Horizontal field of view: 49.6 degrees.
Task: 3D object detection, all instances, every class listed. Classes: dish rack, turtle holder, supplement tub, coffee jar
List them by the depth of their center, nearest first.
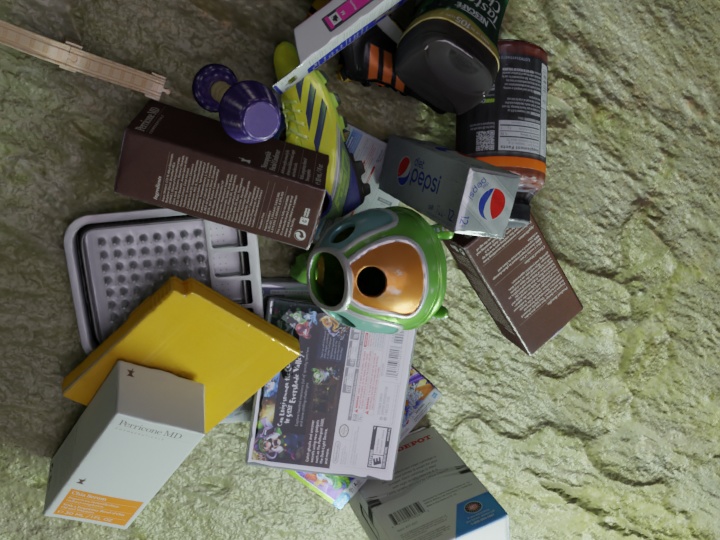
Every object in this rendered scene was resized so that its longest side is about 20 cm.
[{"bbox_3d":[0.102,-0.265,0.820,0.104,0.085,0.202,29,58,-23],"label":"coffee jar"},{"bbox_3d":[-0.210,0.010,0.852,0.198,0.044,0.174,-6,112,-11],"label":"dish rack"},{"bbox_3d":[0.004,-0.008,0.858,0.131,0.185,0.142,-9,127,-36],"label":"turtle holder"},{"bbox_3d":[0.161,-0.153,0.899,0.106,0.107,0.203,4,87,-24],"label":"supplement tub"}]

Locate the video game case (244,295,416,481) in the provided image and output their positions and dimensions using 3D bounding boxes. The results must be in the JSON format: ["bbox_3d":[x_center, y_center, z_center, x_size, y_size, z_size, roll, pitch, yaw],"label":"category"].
[{"bbox_3d":[-0.034,0.142,0.927,0.180,0.023,0.202,8,94,-7],"label":"video game case"}]

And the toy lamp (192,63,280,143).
[{"bbox_3d":[-0.121,-0.161,0.752,0.058,0.200,0.059,-7,111,-20],"label":"toy lamp"}]

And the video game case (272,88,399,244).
[{"bbox_3d":[-0.043,-0.104,0.911,0.199,0.018,0.144,22,99,-29],"label":"video game case"}]

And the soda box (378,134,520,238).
[{"bbox_3d":[0.089,-0.096,0.846,0.063,0.200,0.069,6,105,-24],"label":"soda box"}]

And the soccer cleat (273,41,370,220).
[{"bbox_3d":[-0.056,-0.144,0.844,0.083,0.065,0.202,-28,117,-9],"label":"soccer cleat"}]

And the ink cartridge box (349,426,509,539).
[{"bbox_3d":[0.080,0.310,1.011,0.145,0.200,0.085,-18,117,-16],"label":"ink cartridge box"}]

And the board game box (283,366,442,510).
[{"bbox_3d":[-0.010,0.187,0.988,0.200,0.045,0.134,-48,119,-1],"label":"board game box"}]

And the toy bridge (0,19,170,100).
[{"bbox_3d":[-0.277,-0.206,0.744,0.198,0.067,0.027,16,102,-27],"label":"toy bridge"}]

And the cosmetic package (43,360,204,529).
[{"bbox_3d":[-0.259,0.195,0.850,0.101,0.072,0.200,21,125,-29],"label":"cosmetic package"}]

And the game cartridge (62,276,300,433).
[{"bbox_3d":[-0.194,0.104,0.856,0.200,0.033,0.176,-40,129,18],"label":"game cartridge"}]

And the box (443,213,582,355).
[{"bbox_3d":[0.199,0.002,1.015,0.100,0.075,0.201,-39,117,-6],"label":"box"}]

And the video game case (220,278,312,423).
[{"bbox_3d":[-0.090,0.099,0.961,0.198,0.023,0.184,1,108,-24],"label":"video game case"}]

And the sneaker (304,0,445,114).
[{"bbox_3d":[0.019,-0.233,0.871,0.090,0.070,0.200,-42,120,13],"label":"sneaker"}]

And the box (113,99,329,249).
[{"bbox_3d":[-0.134,-0.099,0.788,0.198,0.100,0.076,15,118,-8],"label":"box"}]

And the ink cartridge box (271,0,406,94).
[{"bbox_3d":[-0.008,-0.241,0.741,0.199,0.095,0.037,-38,97,4],"label":"ink cartridge box"}]
